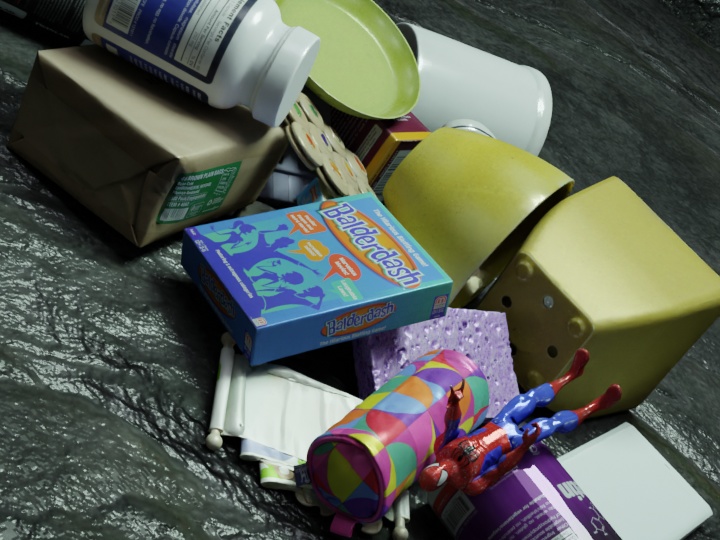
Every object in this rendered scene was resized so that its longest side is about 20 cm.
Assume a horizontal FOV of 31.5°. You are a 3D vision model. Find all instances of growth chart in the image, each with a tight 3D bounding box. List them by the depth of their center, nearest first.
[{"bbox_3d":[-0.040,0.142,1.075,0.200,0.018,0.145,27,39,-14],"label":"growth chart"}]

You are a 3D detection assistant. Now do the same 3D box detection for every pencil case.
[{"bbox_3d":[0.032,0.137,1.066,0.088,0.088,0.200,43,38,13],"label":"pencil case"}]

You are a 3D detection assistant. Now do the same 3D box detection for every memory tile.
[{"bbox_3d":[-0.029,-0.115,1.307,0.200,0.017,0.154,47,16,-45],"label":"memory tile"}]

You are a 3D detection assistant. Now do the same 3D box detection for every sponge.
[{"bbox_3d":[0.076,0.090,1.231,0.200,0.030,0.112,7,69,-41],"label":"sponge"}]

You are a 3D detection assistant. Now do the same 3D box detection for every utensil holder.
[{"bbox_3d":[0.113,-0.206,1.620,0.199,0.170,0.170,16,34,-28],"label":"utensil holder"}]

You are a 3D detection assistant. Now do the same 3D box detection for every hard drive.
[{"bbox_3d":[0.267,0.228,1.286,0.132,0.026,0.200,48,30,20],"label":"hard drive"}]

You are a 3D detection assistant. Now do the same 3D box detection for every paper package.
[{"bbox_3d":[-0.197,-0.131,1.217,0.190,0.104,0.200,36,27,16],"label":"paper package"}]

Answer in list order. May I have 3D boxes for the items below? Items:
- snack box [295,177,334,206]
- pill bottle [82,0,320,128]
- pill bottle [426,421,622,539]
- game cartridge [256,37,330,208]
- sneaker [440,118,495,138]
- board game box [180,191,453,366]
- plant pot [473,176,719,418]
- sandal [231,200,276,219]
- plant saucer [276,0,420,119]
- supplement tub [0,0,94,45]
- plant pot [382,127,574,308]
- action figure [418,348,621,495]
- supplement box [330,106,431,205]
[{"bbox_3d":[0.000,0.000,1.303,0.116,0.037,0.200,33,26,-33],"label":"snack box"},{"bbox_3d":[-0.145,-0.220,1.182,0.200,0.116,0.116,29,29,1],"label":"pill bottle"},{"bbox_3d":[0.152,0.230,1.068,0.112,0.113,0.200,-4,48,-50],"label":"pill bottle"},{"bbox_3d":[-0.086,-0.167,1.374,0.129,0.038,0.201,10,73,-43],"label":"game cartridge"},{"bbox_3d":[0.139,-0.082,1.474,0.200,0.078,0.080,62,24,-44],"label":"sneaker"},{"bbox_3d":[-0.040,0.002,1.151,0.199,0.045,0.152,-13,42,-29],"label":"board game box"},{"bbox_3d":[0.233,0.040,1.368,0.200,0.194,0.196,-12,54,-47],"label":"plant pot"},{"bbox_3d":[-0.079,-0.015,1.239,0.082,0.055,0.200,25,24,-20],"label":"sandal"},{"bbox_3d":[-0.020,-0.242,1.404,0.200,0.031,0.201,24,46,-28],"label":"plant saucer"},{"bbox_3d":[-0.307,-0.310,1.367,0.199,0.123,0.123,23,31,-23],"label":"supplement tub"},{"bbox_3d":[0.108,-0.069,1.360,0.142,0.200,0.200,45,30,10],"label":"plant pot"},{"bbox_3d":[0.129,0.113,1.025,0.200,0.099,0.065,-28,62,-28],"label":"action figure"},{"bbox_3d":[-0.023,-0.176,1.484,0.200,0.110,0.086,49,31,22],"label":"supplement box"}]
